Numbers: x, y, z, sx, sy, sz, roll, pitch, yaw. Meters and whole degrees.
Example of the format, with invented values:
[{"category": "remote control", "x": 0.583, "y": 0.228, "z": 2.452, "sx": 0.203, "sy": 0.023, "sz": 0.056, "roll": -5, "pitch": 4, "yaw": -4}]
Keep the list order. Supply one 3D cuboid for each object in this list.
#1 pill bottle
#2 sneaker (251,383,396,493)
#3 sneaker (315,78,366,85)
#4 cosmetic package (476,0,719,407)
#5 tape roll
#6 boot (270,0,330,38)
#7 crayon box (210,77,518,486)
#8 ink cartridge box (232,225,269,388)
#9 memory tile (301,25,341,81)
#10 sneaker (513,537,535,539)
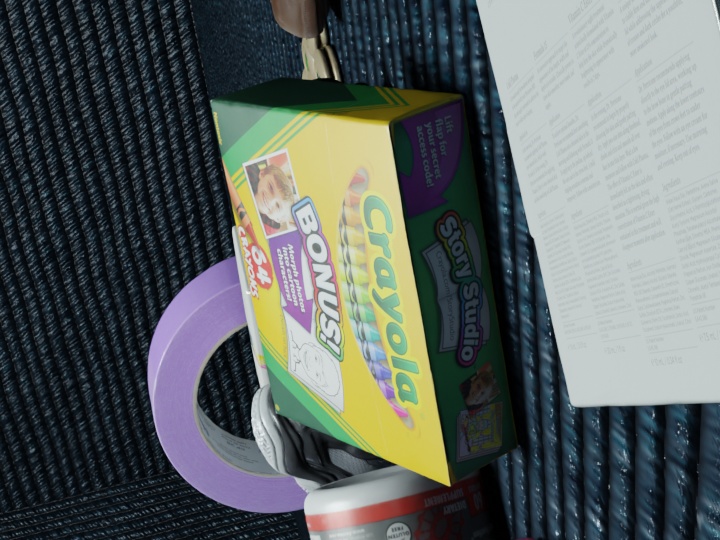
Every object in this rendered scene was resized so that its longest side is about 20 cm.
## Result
[{"category": "pill bottle", "x": 0.040, "y": 0.224, "z": 0.973, "sx": 0.116, "sy": 0.115, "sz": 0.202, "roll": 141, "pitch": 116, "yaw": -82}, {"category": "sneaker", "x": 0.021, "y": 0.128, "z": 1.117, "sx": 0.200, "sy": 0.113, "sz": 0.076, "roll": 38, "pitch": -141, "yaw": -39}, {"category": "sneaker", "x": -0.020, "y": -0.087, "z": 1.022, "sx": 0.200, "sy": 0.073, "sz": 0.088, "roll": -135, "pitch": 32, "yaw": -68}, {"category": "cosmetic package", "x": 0.084, "y": -0.043, "z": 0.415, "sx": 0.200, "sy": 0.051, "sz": 0.152, "roll": 142, "pitch": 113, "yaw": -82}, {"category": "tape roll", "x": -0.068, "y": 0.088, "z": 1.237, "sx": 0.066, "sy": 0.199, "sz": 0.202, "roll": -122, "pitch": 20, "yaw": -67}, {"category": "boot", "x": -0.065, "y": -0.290, "z": 1.137, "sx": 0.201, "sy": 0.064, "sz": 0.187, "roll": 78, "pitch": 177, "yaw": -49}, {"category": "crayon box", "x": 0.000, "y": 0.000, "z": 0.870, "sx": 0.172, "sy": 0.058, "sz": 0.201, "roll": 15, "pitch": 122, "yaw": 54}, {"category": "ink cartridge box", "x": -0.024, "y": 0.019, "z": 1.106, "sx": 0.201, "sy": 0.116, "sz": 0.068, "roll": 85, "pitch": 171, "yaw": -48}, {"category": "memory tile", "x": -0.020, "y": -0.106, "z": 1.257, "sx": 0.154, "sy": 0.017, "sz": 0.201, "roll": 92, "pitch": 163, "yaw": -64}, {"category": "sneaker", "x": 0.074, "y": 0.189, "z": 0.810, "sx": 0.200, "sy": 0.073, "sz": 0.088, "roll": 155, "pitch": 108, "yaw": -78}]
